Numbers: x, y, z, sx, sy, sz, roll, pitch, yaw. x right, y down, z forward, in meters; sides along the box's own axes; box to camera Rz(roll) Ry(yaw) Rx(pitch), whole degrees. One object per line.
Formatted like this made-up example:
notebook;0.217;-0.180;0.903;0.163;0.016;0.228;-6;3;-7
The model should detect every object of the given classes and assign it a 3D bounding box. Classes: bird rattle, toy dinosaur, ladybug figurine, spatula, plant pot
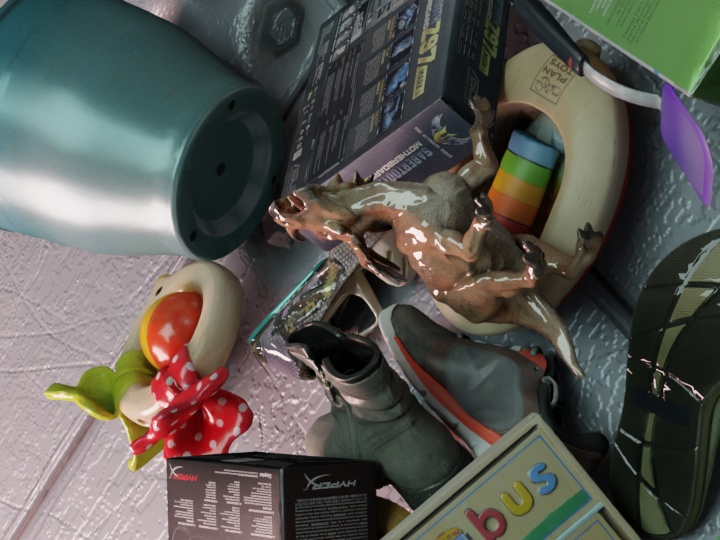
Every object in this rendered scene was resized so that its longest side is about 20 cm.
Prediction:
bird rattle;-0.140;0.065;1.442;0.200;0.112;0.163;-16;51;64
toy dinosaur;0.056;-0.009;1.209;0.200;0.086;0.135;46;131;-8
ladybug figurine;0.114;-0.051;1.274;0.136;0.072;0.200;37;109;40
spatula;0.148;-0.115;1.192;0.021;0.057;0.200;-34;57;-18
plant pot;-0.167;-0.096;1.476;0.188;0.200;0.201;22;99;28

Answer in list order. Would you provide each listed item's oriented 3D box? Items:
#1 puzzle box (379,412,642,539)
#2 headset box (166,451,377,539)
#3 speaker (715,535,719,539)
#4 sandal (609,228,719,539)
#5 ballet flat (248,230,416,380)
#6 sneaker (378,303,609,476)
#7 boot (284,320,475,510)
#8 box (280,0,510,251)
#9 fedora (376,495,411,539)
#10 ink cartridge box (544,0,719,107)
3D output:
puzzle box;0.071;0.197;1.198;0.200;0.025;0.133;-40;91;-5
headset box;-0.057;0.220;1.280;0.148;0.075;0.201;-4;87;56
speaker;0.265;0.132;1.095;0.200;0.088;0.089;-54;52;23
sandal;0.199;0.065;1.192;0.080;0.057;0.201;33;121;36
ballet flat;0.000;0.000;1.390;0.200;0.072;0.072;-54;52;24
sneaker;0.090;0.078;1.295;0.082;0.077;0.200;-42;54;-1
boot;-0.005;0.082;1.300;0.068;0.131;0.200;-42;20;-17
box;0.026;-0.127;1.322;0.158;0.051;0.200;-35;32;37
fedora;0.026;0.239;1.303;0.200;0.082;0.201;1;92;54
ink cartridge box;0.174;-0.165;1.212;0.200;0.104;0.059;41;110;39
